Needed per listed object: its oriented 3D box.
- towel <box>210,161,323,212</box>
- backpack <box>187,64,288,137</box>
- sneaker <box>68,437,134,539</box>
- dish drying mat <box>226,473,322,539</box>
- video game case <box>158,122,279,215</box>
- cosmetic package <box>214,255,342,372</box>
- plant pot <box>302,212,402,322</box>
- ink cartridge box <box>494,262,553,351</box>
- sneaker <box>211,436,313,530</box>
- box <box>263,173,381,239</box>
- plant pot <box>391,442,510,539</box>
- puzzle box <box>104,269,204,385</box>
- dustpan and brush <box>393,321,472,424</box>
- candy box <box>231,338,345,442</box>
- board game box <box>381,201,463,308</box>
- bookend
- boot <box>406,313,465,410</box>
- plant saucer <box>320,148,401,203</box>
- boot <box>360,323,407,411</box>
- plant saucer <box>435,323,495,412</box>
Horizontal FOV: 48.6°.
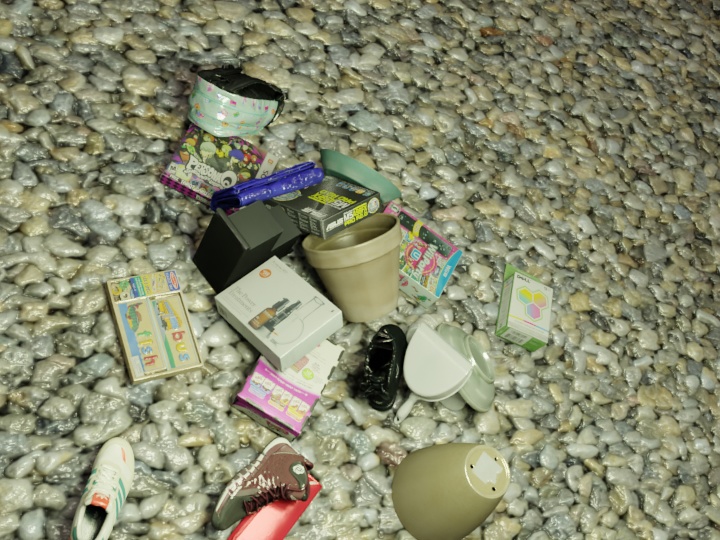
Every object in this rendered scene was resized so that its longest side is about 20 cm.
[{"bbox_3d":[-0.187,-0.167,1.574,0.199,0.147,0.050,-22,102,-32],"label":"towel"},{"bbox_3d":[-0.267,-0.350,1.658,0.166,0.127,0.200,24,20,16],"label":"backpack"},{"bbox_3d":[-0.403,0.355,1.263,0.070,0.093,0.201,22,57,-13],"label":"sneaker"},{"bbox_3d":[-0.151,0.429,1.391,0.077,0.018,0.200,43,54,0],"label":"dish drying mat"},{"bbox_3d":[-0.290,-0.210,1.659,0.199,0.036,0.182,27,54,-10],"label":"video game case"},{"bbox_3d":[-0.154,0.077,1.498,0.151,0.052,0.200,-36,56,-27],"label":"cosmetic package"},{"bbox_3d":[0.000,0.000,1.589,0.200,0.200,0.174,-30,116,-34],"label":"plant pot"},{"bbox_3d":[0.375,0.072,1.810,0.103,0.059,0.201,24,56,-12],"label":"ink cartridge box"},{"bbox_3d":[-0.153,0.379,1.358,0.115,0.076,0.200,25,50,24],"label":"sneaker"},{"bbox_3d":[-0.080,-0.138,1.642,0.160,0.044,0.200,-28,35,-34],"label":"box"},{"bbox_3d":[0.182,0.390,1.459,0.186,0.200,0.188,11,59,-19],"label":"plant pot"},{"bbox_3d":[-0.376,0.100,1.457,0.133,0.025,0.201,-11,69,-30],"label":"puzzle box"},{"bbox_3d":[0.117,0.218,1.540,0.139,0.200,0.057,41,9,26],"label":"dustpan and brush"},{"bbox_3d":[-0.133,0.199,1.497,0.136,0.061,0.200,33,55,-4],"label":"candy box"},{"bbox_3d":[0.106,-0.036,1.739,0.200,0.064,0.148,36,55,-5],"label":"board game box"},{"bbox_3d":[-0.198,-0.072,1.528,0.198,0.200,0.092,-33,81,-34],"label":"bookend"},{"bbox_3d":[0.170,0.183,1.646,0.201,0.073,0.096,62,29,-7],"label":"boot"},{"bbox_3d":[-0.007,-0.194,1.711,0.199,0.200,0.036,30,85,-8],"label":"plant saucer"},{"bbox_3d":[0.047,0.162,1.537,0.073,0.163,0.199,6,59,10],"label":"boot"},{"bbox_3d":[0.226,0.188,1.620,0.200,0.050,0.201,46,24,-27],"label":"plant saucer"}]
